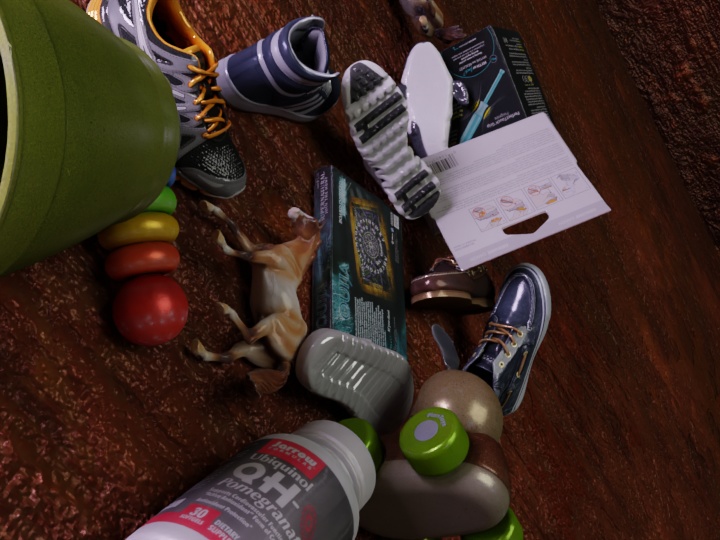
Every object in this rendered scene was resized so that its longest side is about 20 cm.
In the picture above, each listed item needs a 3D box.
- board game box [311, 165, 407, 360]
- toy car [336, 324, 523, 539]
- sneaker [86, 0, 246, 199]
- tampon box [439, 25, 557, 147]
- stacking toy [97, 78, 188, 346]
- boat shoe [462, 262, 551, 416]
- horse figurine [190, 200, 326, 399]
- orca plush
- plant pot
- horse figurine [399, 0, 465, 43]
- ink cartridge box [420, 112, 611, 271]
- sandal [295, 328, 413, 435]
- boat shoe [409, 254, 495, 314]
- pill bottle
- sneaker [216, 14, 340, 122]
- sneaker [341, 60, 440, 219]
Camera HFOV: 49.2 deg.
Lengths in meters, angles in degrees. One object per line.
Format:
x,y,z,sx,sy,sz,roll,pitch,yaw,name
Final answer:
0.000,0.000,0.850,0.135,0.028,0.200,31,48,-45,board game box
0.073,0.151,0.752,0.164,0.158,0.200,60,32,-31,toy car
-0.150,-0.152,0.664,0.200,0.077,0.078,60,31,-17,sneaker
0.183,-0.227,1.144,0.126,0.150,0.200,-22,91,-58,tampon box
-0.165,-0.044,0.581,0.085,0.085,0.200,-3,79,-57,stacking toy
0.178,0.090,0.971,0.091,0.071,0.200,0,102,-54,boat shoe
-0.085,0.025,0.686,0.132,0.050,0.200,27,51,-48,horse figurine
0.103,-0.211,1.092,0.071,0.105,0.200,-83,149,-89,orca plush
-0.208,-0.084,0.452,0.201,0.200,0.193,70,20,1,plant pot
0.082,-0.403,1.152,0.200,0.050,0.133,57,11,6,horse figurine
0.179,-0.094,0.986,0.045,0.200,0.176,76,-8,-60,ink cartridge box
-0.005,0.100,0.758,0.083,0.050,0.203,-57,143,-11,sandal
0.113,0.015,0.976,0.200,0.070,0.070,12,69,-63,boat shoe
-0.069,0.185,0.561,0.200,0.111,0.111,-29,97,-58,pill bottle
-0.050,-0.207,0.816,0.200,0.108,0.070,-17,87,-58,sneaker
0.022,-0.150,0.907,0.081,0.075,0.200,43,-17,53,sneaker
